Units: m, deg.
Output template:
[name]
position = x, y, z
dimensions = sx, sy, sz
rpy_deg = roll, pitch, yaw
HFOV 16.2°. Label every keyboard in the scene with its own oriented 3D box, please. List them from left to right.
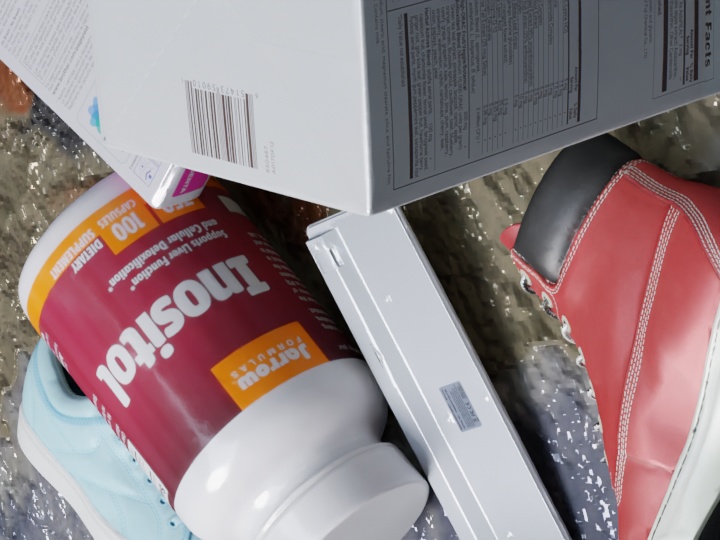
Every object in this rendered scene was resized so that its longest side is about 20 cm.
[keyboard]
position = 0.040, 0.062, 1.120
dimensions = 0.056, 0.011, 0.200
rpy_deg = -23, 98, 38

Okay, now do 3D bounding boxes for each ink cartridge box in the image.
[ink cartridge box]
position = -0.124, -0.137, 1.157
dimensions = 0.200, 0.042, 0.119
rpy_deg = 42, 121, 19

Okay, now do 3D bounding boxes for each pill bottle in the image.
[pill bottle]
position = -0.061, 0.052, 1.174
dimensions = 0.200, 0.113, 0.113
rpy_deg = 49, 136, 22

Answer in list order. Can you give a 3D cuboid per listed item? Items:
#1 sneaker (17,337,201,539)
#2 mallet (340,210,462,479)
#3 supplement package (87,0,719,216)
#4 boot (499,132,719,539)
[sneaker]
position = -0.108, 0.092, 1.273
dimensions = 0.200, 0.074, 0.082
rpy_deg = 33, 131, 34
[mallet]
position = 0.000, 0.000, 1.147
dimensions = 0.066, 0.041, 0.200
rpy_deg = -3, 107, 47
[supplement package]
position = 0.020, -0.127, 0.942
dimensions = 0.152, 0.200, 0.151
rpy_deg = 16, 118, 44
[boot]
position = 0.107, 0.051, 1.022
dimensions = 0.144, 0.072, 0.200
rpy_deg = 28, 116, 39
